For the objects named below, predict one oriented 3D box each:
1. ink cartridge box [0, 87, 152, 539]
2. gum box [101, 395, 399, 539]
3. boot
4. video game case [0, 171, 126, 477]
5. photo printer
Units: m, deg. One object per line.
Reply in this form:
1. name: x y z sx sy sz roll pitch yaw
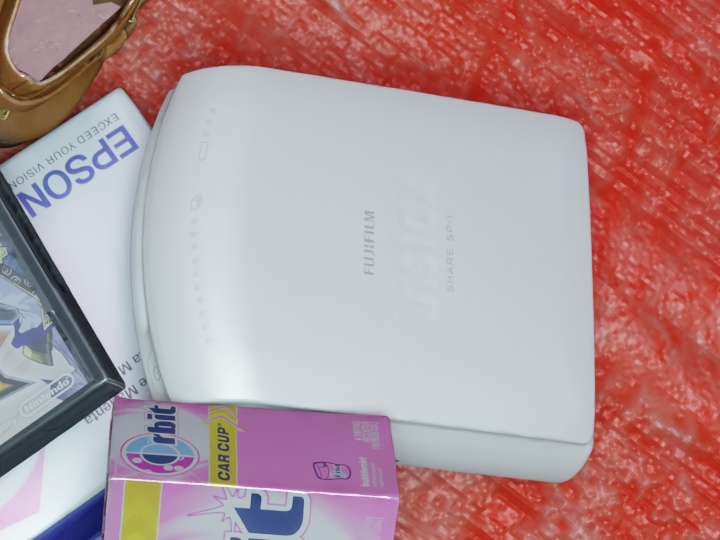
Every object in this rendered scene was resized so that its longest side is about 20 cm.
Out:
1. ink cartridge box: -0.127 0.055 1.228 0.196 0.043 0.200 -35 83 -13
2. gum box: -0.052 0.156 1.157 0.113 0.066 0.201 4 117 -5
3. boot: -0.107 -0.144 1.209 0.074 0.155 0.200 25 78 -9
4. video game case: -0.222 0.030 1.177 0.200 0.025 0.181 -35 71 8
5. photo printer: 0.000 0.000 1.211 0.199 0.069 0.167 9 67 -20
